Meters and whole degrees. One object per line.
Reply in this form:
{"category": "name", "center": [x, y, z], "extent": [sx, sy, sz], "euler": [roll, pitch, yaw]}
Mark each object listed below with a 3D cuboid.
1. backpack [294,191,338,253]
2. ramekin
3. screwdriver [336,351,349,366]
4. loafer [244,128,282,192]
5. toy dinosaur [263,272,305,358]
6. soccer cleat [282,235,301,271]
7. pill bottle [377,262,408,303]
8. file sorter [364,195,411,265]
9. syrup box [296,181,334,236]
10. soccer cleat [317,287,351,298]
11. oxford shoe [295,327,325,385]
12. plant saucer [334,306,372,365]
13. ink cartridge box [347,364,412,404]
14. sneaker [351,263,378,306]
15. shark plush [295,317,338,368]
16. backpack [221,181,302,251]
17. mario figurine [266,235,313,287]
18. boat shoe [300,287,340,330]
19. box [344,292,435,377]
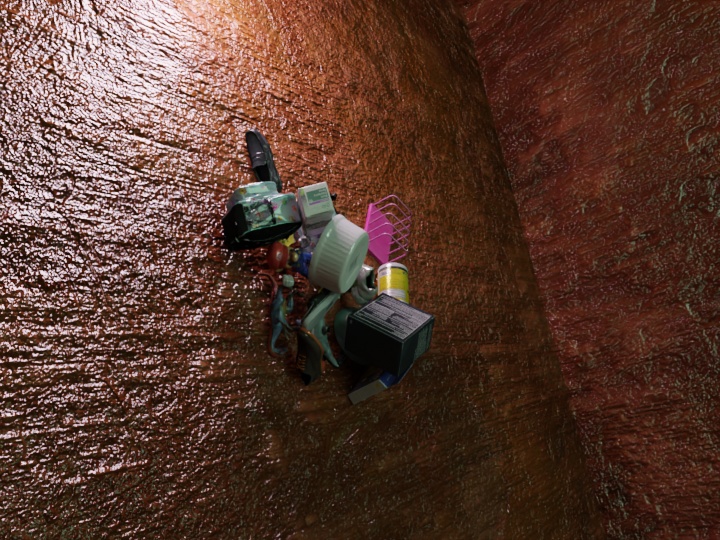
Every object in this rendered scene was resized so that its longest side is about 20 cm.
{"category": "backpack", "center": [-0.127, -0.122, 1.652], "extent": [0.124, 0.166, 0.205], "euler": [-11, 73, -42]}
{"category": "ramekin", "center": [-0.053, -0.038, 1.497], "extent": [0.095, 0.205, 0.201], "euler": [24, 37, 13]}
{"category": "screwdriver", "center": [-0.021, 0.242, 1.718], "extent": [0.029, 0.028, 0.199], "euler": [40, 38, 12]}
{"category": "loafer", "center": [-0.290, -0.317, 1.620], "extent": [0.070, 0.066, 0.206], "euler": [-34, 104, -63]}
{"category": "toy dinosaur", "center": [-0.218, 0.135, 1.501], "extent": [0.105, 0.197, 0.185], "euler": [37, 80, -52]}
{"category": "soccer cleat", "center": [-0.227, -0.092, 1.577], "extent": [0.083, 0.063, 0.205], "euler": [-34, 101, -57]}
{"category": "pill bottle", "center": [0.113, 0.088, 1.906], "extent": [0.111, 0.110, 0.206], "euler": [28, 52, -41]}
{"category": "file sorter", "center": [0.104, -0.149, 2.004], "extent": [0.138, 0.123, 0.205], "euler": [40, 44, -32]}
{"category": "syrup box", "center": [-0.124, -0.159, 1.476], "extent": [0.076, 0.200, 0.084], "euler": [-16, 80, -11]}
{"category": "soccer cleat", "center": [-0.078, 0.042, 1.737], "extent": [0.084, 0.065, 0.198], "euler": [45, 36, 17]}
{"category": "oxford shoe", "center": [-0.141, 0.234, 1.474], "extent": [0.073, 0.070, 0.204], "euler": [-48, 144, -33]}
{"category": "plant saucer", "center": [0.006, 0.196, 1.732], "extent": [0.196, 0.036, 0.205], "euler": [25, 45, -27]}
{"category": "ink cartridge box", "center": [0.075, 0.304, 1.670], "extent": [0.048, 0.198, 0.197], "euler": [52, 37, -2]}
{"category": "sneaker", "center": [0.000, 0.000, 1.713], "extent": [0.077, 0.099, 0.204], "euler": [-16, 75, -52]}
{"category": "shark plush", "center": [-0.115, 0.180, 1.547], "extent": [0.089, 0.083, 0.204], "euler": [21, 38, -41]}
{"category": "backpack", "center": [-0.257, -0.144, 1.455], "extent": [0.194, 0.175, 0.159], "euler": [-6, 78, -28]}
{"category": "mario figurine", "center": [-0.168, -0.025, 1.484], "extent": [0.198, 0.105, 0.125], "euler": [16, 39, -57]}
{"category": "boat shoe", "center": [-0.117, 0.094, 1.524], "extent": [0.056, 0.070, 0.200], "euler": [31, 39, 9]}
{"category": "box", "center": [0.084, 0.184, 1.627], "extent": [0.196, 0.196, 0.127], "euler": [-26, 131, -50]}
